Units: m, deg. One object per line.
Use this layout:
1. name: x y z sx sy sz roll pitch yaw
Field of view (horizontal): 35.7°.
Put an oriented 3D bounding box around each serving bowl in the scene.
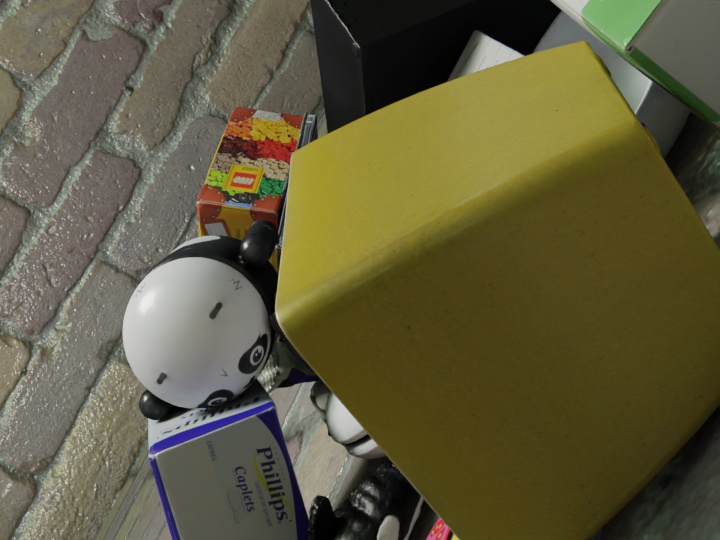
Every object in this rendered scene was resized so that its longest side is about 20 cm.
1. serving bowl: 0.177 -0.118 0.801 0.201 0.065 0.202 -51 25 35

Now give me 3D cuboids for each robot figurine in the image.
1. robot figurine: -0.125 0.040 0.936 0.200 0.123 0.153 -81 -14 -80

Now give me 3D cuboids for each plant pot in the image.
1. plant pot: 0.088 0.001 0.580 0.175 0.201 0.201 -33 23 15

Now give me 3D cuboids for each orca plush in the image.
1. orca plush: 0.000 0.180 0.785 0.200 0.071 0.105 -48 27 -6

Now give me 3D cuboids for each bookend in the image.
1. bookend: 0.071 -0.173 0.914 0.198 0.093 0.200 -25 -33 -12

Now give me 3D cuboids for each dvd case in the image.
1. dvd case: -0.058 -0.032 1.091 0.201 0.016 0.150 89 -171 -60

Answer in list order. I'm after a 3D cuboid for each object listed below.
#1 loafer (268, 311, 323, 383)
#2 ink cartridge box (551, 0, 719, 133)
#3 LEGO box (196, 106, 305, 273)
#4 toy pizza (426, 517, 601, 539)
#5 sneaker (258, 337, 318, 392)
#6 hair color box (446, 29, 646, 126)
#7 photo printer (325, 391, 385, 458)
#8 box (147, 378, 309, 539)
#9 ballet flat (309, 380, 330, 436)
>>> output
1. loafer: 0.000 0.000 0.917 0.200 0.072 0.073 -53 -1 -43
2. ink cartridge box: 0.163 -0.157 0.614 0.085 0.145 0.201 -52 36 17
3. LEGO box: -0.103 -0.035 1.110 0.150 0.076 0.202 -77 -6 -45
4. toy pizza: 0.069 0.174 0.645 0.201 0.031 0.201 -56 11 17
5. sneaker: -0.029 0.062 1.032 0.199 0.098 0.071 -24 77 57
6. hair color box: 0.104 -0.087 0.763 0.110 0.064 0.200 -61 22 14
7. photo printer: 0.050 0.056 0.868 0.201 0.069 0.166 -54 4 -21
8. box: -0.103 0.198 0.923 0.104 0.186 0.200 -17 5 -10
9. ballet flat: -0.018 0.125 1.088 0.068 0.063 0.200 -61 10 -2
